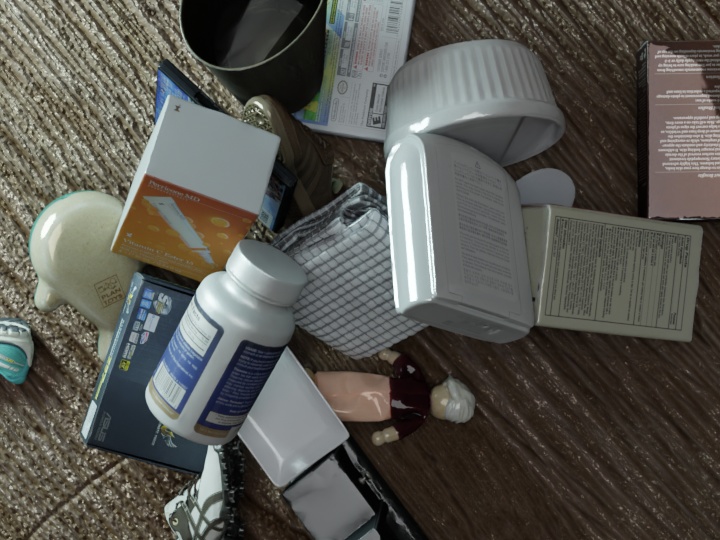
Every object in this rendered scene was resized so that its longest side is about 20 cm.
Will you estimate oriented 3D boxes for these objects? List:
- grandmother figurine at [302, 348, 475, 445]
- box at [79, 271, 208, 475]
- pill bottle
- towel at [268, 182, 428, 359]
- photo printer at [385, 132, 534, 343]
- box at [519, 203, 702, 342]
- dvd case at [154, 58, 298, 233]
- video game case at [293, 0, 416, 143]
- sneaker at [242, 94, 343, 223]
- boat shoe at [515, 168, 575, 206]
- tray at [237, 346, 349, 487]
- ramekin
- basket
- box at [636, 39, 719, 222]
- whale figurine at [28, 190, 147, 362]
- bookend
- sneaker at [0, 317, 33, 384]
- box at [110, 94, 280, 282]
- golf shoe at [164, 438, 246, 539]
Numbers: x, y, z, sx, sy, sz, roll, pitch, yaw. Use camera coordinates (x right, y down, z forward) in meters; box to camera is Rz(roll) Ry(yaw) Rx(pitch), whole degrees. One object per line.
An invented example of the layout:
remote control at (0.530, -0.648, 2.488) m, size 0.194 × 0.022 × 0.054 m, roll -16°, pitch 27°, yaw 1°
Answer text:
grandmother figurine at (0.034, 0.145, 1.402) m, size 0.198 × 0.061 × 0.123 m, roll 4°, pitch 70°, yaw -2°
box at (-0.213, 0.121, 1.394) m, size 0.156 × 0.051 × 0.202 m, roll 20°, pitch 91°, yaw -24°
pill bottle at (-0.136, 0.073, 1.276) m, size 0.110 × 0.111 × 0.201 m, roll 31°, pitch 108°, yaw 3°
towel at (0.000, 0.000, 1.331) m, size 0.165 × 0.086 × 0.199 m, roll 36°, pitch 134°, yaw -26°
photo printer at (0.100, -0.039, 1.249) m, size 0.069 × 0.165 × 0.202 m, roll -24°, pitch 60°, yaw 41°
box at (0.256, 0.003, 1.330) m, size 0.198 × 0.109 × 0.129 m, roll 7°, pitch 89°, yaw -22°
dvd case at (-0.155, -0.137, 1.375) m, size 0.200 × 0.143 × 0.018 m, roll 43°, pitch 68°, yaw 5°
video game case at (-0.034, -0.262, 1.429) m, size 0.180 × 0.022 × 0.202 m, roll 9°, pitch 91°, yaw 4°
sneaker at (-0.072, -0.135, 1.359) m, size 0.070 × 0.201 × 0.076 m, roll 32°, pitch 67°, yaw 31°
boat shoe at (0.167, -0.035, 1.394) m, size 0.072 × 0.066 × 0.200 m, roll 39°, pitch 74°, yaw 3°
tray at (-0.108, 0.131, 1.357) m, size 0.107 × 0.022 × 0.201 m, roll -36°, pitch 89°, yaw 10°
ramekin at (0.119, -0.178, 1.338) m, size 0.200 × 0.202 × 0.095 m, roll -9°, pitch 77°, yaw 3°
basket at (-0.102, -0.253, 1.312) m, size 0.135 × 0.200 × 0.181 m, roll 33°, pitch 79°, yaw 10°
box at (0.367, -0.155, 1.379) m, size 0.099 × 0.075 × 0.202 m, roll 0°, pitch 88°, yaw 3°
whale figurine at (-0.306, 0.004, 1.417) m, size 0.158 × 0.104 × 0.202 m, roll -28°, pitch 112°, yaw -17°
bookend at (-0.005, 0.283, 1.336) m, size 0.092 × 0.199 × 0.201 m, roll -37°, pitch 86°, yaw 3°
sneaker at (-0.484, 0.098, 1.431) m, size 0.198 × 0.078 × 0.081 m, roll 2°, pitch 99°, yaw 3°
box at (-0.179, -0.079, 1.296) m, size 0.123 × 0.200 × 0.098 m, roll 19°, pitch 62°, yaw -13°
golf shoe at (-0.178, 0.263, 1.373) m, size 0.093 × 0.078 × 0.202 m, roll 9°, pitch 119°, yaw 6°
